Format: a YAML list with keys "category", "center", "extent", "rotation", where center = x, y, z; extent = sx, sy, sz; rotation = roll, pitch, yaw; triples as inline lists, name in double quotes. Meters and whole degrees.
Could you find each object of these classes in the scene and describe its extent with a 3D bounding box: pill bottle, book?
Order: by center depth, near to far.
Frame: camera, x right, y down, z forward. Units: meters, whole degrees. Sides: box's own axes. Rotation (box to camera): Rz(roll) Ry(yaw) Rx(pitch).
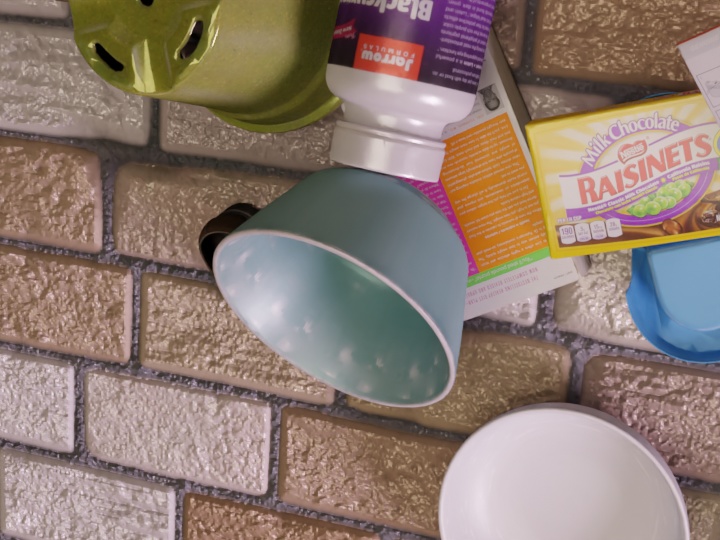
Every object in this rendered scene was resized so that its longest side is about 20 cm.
- category: "pill bottle"
  center: [0.036, -0.170, 0.989]
  extent: [0.110, 0.111, 0.202]
  rotation: [13, 97, 17]
- category: "book"
  center: [0.079, -0.069, 1.072]
  extent: [0.133, 0.048, 0.202]
  rotation: [-21, 95, 25]

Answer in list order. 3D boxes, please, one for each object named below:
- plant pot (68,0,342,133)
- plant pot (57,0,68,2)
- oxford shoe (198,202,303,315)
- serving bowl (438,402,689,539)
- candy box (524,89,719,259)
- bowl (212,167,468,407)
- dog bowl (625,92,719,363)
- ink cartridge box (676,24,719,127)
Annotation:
- category: "plant pot"
  center: [-0.110, -0.196, 1.014]
  extent: [0.199, 0.184, 0.203]
  rotation: [4, 100, 25]
- category: "plant pot"
  center: [-0.233, -0.289, 1.065]
  extent: [0.199, 0.202, 0.135]
  rotation: [-9, 138, 23]
- category: "oxford shoe"
  center: [-0.060, 0.035, 1.132]
  extent: [0.200, 0.084, 0.073]
  rotation: [41, 113, 4]
- category: "serving bowl"
  center: [0.164, 0.194, 1.102]
  extent: [0.198, 0.066, 0.202]
  rotation: [5, 107, 18]
- category: "candy box"
  center: [0.221, -0.072, 0.973]
  extent: [0.198, 0.026, 0.103]
  rotation: [-9, 100, 22]
- category: "bowl"
  center: [0.000, 0.000, 1.028]
  extent: [0.199, 0.105, 0.201]
  rotation: [22, 150, 14]
- category: "dog bowl"
  center: [0.243, -0.035, 1.017]
  extent: [0.111, 0.050, 0.202]
  rotation: [-12, 101, 23]
- category: "ink cartridge box"
  center: [0.296, -0.085, 0.877]
  extent: [0.108, 0.050, 0.201]
  rotation: [-20, 108, 40]
